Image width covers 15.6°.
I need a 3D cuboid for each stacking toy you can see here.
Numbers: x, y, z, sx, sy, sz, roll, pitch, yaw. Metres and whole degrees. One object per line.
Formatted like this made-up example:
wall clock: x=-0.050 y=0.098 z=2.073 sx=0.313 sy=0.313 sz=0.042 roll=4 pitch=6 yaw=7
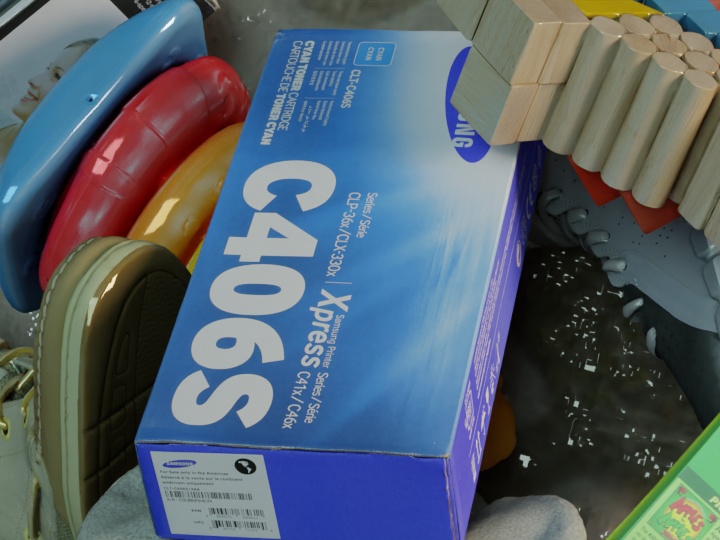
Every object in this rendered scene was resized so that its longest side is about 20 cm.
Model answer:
stacking toy: x=-0.026 y=0.007 z=0.941 sx=0.200 sy=0.110 sz=0.116 roll=35 pitch=73 yaw=12

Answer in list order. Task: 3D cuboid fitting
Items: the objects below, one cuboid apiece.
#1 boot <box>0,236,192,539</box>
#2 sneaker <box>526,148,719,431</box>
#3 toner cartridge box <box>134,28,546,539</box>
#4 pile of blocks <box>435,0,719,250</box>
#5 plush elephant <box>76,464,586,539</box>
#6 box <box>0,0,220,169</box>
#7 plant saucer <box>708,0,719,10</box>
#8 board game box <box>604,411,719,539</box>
boot: x=-0.123 y=0.042 z=0.918 sx=0.154 sy=0.200 sz=0.072 roll=31 pitch=54 yaw=27
sneaker: x=0.089 y=-0.004 z=0.914 sx=0.115 sy=0.075 sz=0.201 roll=-19 pitch=61 yaw=20
toner cartridge box: x=0.000 y=0.000 z=0.829 sx=0.095 sy=0.043 sz=0.200 roll=3 pitch=42 yaw=11
pile of blocks: x=0.114 y=-0.040 z=0.828 sx=0.200 sy=0.082 sz=0.062 roll=27 pitch=124 yaw=8
plush elephant: x=-0.003 y=0.117 z=0.835 sx=0.164 sy=0.155 sz=0.201 roll=3 pitch=103 yaw=19
box: x=-0.162 y=-0.086 z=1.007 sx=0.200 sy=0.060 sz=0.117 roll=-37 pitch=45 yaw=8
plant saucer: x=0.224 y=-0.082 z=0.865 sx=0.200 sy=0.037 sz=0.200 roll=38 pitch=92 yaw=2
board game box: x=0.180 y=0.113 z=0.779 sx=0.200 sy=0.048 sz=0.102 roll=43 pitch=95 yaw=22
